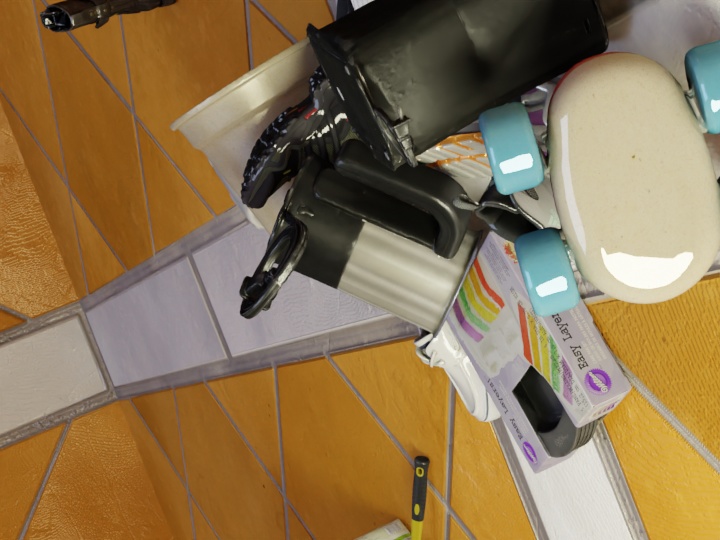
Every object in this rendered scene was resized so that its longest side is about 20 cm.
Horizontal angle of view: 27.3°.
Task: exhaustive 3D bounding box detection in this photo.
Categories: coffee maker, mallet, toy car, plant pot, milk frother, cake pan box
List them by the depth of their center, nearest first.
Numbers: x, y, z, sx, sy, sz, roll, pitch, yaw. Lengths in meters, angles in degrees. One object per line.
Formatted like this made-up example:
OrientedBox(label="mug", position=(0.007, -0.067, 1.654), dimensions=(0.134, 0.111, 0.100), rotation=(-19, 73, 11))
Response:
OrientedBox(label="toy car", position=(0.192, -0.080, 1.096), dimensions=(0.200, 0.183, 0.178), rotation=(-77, -30, -76))
OrientedBox(label="coffee maker", position=(0.084, -0.168, 1.127), dimensions=(0.192, 0.199, 0.135), rotation=(56, 174, 42))
OrientedBox(label="milk frother", position=(0.000, 0.000, 1.390), dimensions=(0.187, 0.201, 0.181), rotation=(24, 158, 2))
OrientedBox(label="cake pan box", position=(0.165, 0.077, 1.402), dimensions=(0.201, 0.052, 0.184), rotation=(61, 160, 18))
OrientedBox(label="plant pot", position=(-0.076, -0.133, 1.619), dimensions=(0.184, 0.200, 0.200), rotation=(58, 159, -7))
OrientedBox(label="mallet", position=(0.080, 0.318, 1.848), dimensions=(0.065, 0.041, 0.201), rotation=(19, 124, 13))

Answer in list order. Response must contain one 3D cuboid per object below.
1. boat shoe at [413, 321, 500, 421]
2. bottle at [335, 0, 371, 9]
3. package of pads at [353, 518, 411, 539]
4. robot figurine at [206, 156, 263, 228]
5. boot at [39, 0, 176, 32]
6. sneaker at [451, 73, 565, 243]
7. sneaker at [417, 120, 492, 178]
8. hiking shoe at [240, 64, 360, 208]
OrientedBox(label="boat shoe", position=(0.086, 0.071, 1.558), dimensions=(0.201, 0.065, 0.074), rotation=(67, 158, 4))
OrientedBox(label="bottle", position=(0.011, -0.258, 1.404), dimensions=(0.065, 0.084, 0.202), rotation=(-7, 110, 21))
OrientedBox(label="package of pads", position=(-0.001, 0.438, 1.988), dimensions=(0.068, 0.154, 0.201), rotation=(49, 152, 38))
OrientedBox(label="robot figurine", position=(-0.114, -0.131, 1.776), dimensions=(0.200, 0.112, 0.170), rotation=(54, 135, 32))
OrientedBox(label="boot", position=(-0.361, -0.373, 2.046), dimensions=(0.200, 0.173, 0.070), rotation=(18, 127, 62))
OrientedBox(label="sneaker", position=(0.128, -0.090, 1.206), dimensions=(0.201, 0.139, 0.078), rotation=(62, 158, 13))
OrientedBox(label="sneaker", position=(0.079, -0.130, 1.383), dimensions=(0.199, 0.078, 0.078), rotation=(-2, 69, 53))
OrientedBox(label="hiking shoe", position=(-0.039, -0.125, 1.496), dimensions=(0.100, 0.200, 0.076), rotation=(36, -160, -19))
